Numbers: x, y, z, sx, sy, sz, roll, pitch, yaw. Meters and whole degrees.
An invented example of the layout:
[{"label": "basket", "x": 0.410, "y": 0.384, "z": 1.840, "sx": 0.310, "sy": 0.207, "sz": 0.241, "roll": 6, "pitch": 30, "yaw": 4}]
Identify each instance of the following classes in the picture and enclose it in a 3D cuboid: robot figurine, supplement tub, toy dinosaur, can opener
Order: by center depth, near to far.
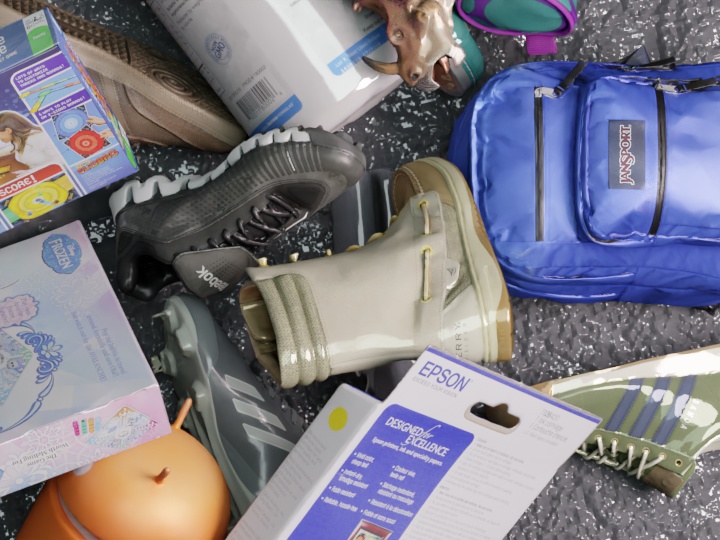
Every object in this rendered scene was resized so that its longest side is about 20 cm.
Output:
[{"label": "robot figurine", "x": -0.152, "y": 0.171, "z": 1.645, "sx": 0.144, "sy": 0.200, "sz": 0.117, "roll": -4, "pitch": 44, "yaw": -45}, {"label": "toy dinosaur", "x": 0.027, "y": -0.218, "z": 1.659, "sx": 0.135, "sy": 0.200, "sz": 0.086, "roll": -36, "pitch": 132, "yaw": 11}, {"label": "supplement tub", "x": -0.062, "y": -0.180, "z": 1.708, "sx": 0.132, "sy": 0.132, "sz": 0.200, "roll": -37, "pitch": 90, "yaw": -9}, {"label": "can opener", "x": 0.022, "y": 0.030, "z": 1.724, "sx": 0.053, "sy": 0.067, "sz": 0.201, "roll": 0, "pitch": 82, "yaw": -41}]

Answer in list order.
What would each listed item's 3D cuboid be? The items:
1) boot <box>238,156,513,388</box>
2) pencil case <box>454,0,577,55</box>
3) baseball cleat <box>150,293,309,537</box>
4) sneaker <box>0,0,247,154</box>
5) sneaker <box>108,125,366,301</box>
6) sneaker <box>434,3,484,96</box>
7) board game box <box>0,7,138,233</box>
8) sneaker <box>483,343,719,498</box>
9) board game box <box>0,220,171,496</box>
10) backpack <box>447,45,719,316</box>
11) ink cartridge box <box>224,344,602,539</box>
[{"label": "boot", "x": 0.000, "y": 0.000, "z": 1.639, "sx": 0.154, "sy": 0.200, "sz": 0.072, "roll": -10, "pitch": 123, "yaw": -7}, {"label": "pencil case", "x": 0.118, "y": -0.250, "z": 1.740, "sx": 0.085, "sy": 0.092, "sz": 0.201, "roll": 3, "pitch": 67, "yaw": 24}, {"label": "baseball cleat", "x": -0.061, "y": 0.101, "z": 1.721, "sx": 0.106, "sy": 0.070, "sz": 0.201, "roll": -20, "pitch": 92, "yaw": -23}, {"label": "sneaker", "x": -0.173, "y": -0.113, "z": 1.729, "sx": 0.200, "sy": 0.070, "sz": 0.076, "roll": 27, "pitch": 109, "yaw": -8}, {"label": "sneaker", "x": -0.079, "y": -0.027, "z": 1.667, "sx": 0.066, "sy": 0.200, "sz": 0.091, "roll": 36, "pitch": 48, "yaw": -42}, {"label": "sneaker", "x": 0.036, "y": -0.214, "z": 1.754, "sx": 0.080, "sy": 0.071, "sz": 0.200, "roll": -33, "pitch": 95, "yaw": -16}, {"label": "board game box", "x": -0.254, "y": -0.070, "z": 1.650, "sx": 0.199, "sy": 0.135, "sz": 0.035, "roll": -24, "pitch": 52, "yaw": 3}, {"label": "sneaker", "x": 0.187, "y": 0.106, "z": 1.741, "sx": 0.199, "sy": 0.067, "sz": 0.090, "roll": -11, "pitch": 80, "yaw": -12}, {"label": "board game box", "x": -0.237, "y": 0.065, "z": 1.636, "sx": 0.198, "sy": 0.200, "sz": 0.043, "roll": -21, "pitch": 126, "yaw": -8}, {"label": "backpack", "x": 0.158, "y": -0.066, "z": 1.709, "sx": 0.199, "sy": 0.168, "sz": 0.163, "roll": 2, "pitch": 77, "yaw": -6}, {"label": "ink cartridge box", "x": 0.027, "y": 0.135, "z": 1.637, "sx": 0.200, "sy": 0.197, "sz": 0.047, "roll": -54, "pitch": 51, "yaw": 9}]
